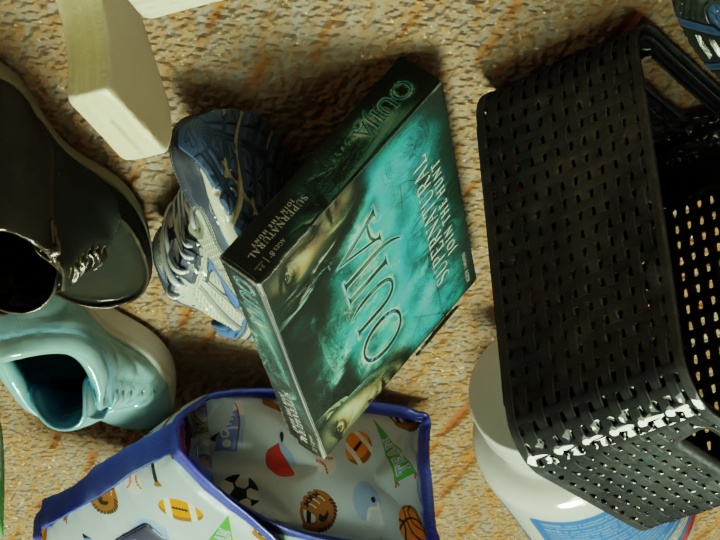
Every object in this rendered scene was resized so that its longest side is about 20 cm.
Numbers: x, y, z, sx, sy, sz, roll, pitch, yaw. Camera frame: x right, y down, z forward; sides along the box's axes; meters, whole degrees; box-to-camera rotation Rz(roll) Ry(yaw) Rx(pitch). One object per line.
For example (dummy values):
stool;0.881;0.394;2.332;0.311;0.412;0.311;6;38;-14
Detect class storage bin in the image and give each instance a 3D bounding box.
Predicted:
storage bin;0.133;0.005;1.008;0.093;0.201;0.135;-23;146;29

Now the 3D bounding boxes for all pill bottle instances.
pill bottle;0.132;0.110;1.290;0.112;0.113;0.200;-12;151;14

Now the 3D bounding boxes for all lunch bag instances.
lunch bag;-0.077;0.148;1.315;0.199;0.124;0.170;16;146;-37

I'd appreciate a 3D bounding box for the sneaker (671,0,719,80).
sneaker;0.229;-0.104;0.966;0.199;0.077;0.076;25;160;-13

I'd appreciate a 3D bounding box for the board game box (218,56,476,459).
board game box;0.000;0.000;1.075;0.028;0.135;0.200;34;162;23

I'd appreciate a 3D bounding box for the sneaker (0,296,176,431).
sneaker;-0.162;0.061;1.200;0.074;0.082;0.200;-13;150;18

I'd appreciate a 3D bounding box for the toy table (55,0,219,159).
toy table;-0.116;-0.135;0.810;0.183;0.118;0.200;-18;146;31

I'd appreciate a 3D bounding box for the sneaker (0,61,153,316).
sneaker;-0.154;-0.006;1.041;0.074;0.107;0.200;-23;147;11

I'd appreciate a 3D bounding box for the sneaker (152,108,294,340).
sneaker;-0.071;-0.012;1.091;0.085;0.077;0.200;-3;150;14

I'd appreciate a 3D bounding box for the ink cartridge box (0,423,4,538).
ink cartridge box;-0.285;0.084;1.222;0.145;0.085;0.200;-2;151;-4
